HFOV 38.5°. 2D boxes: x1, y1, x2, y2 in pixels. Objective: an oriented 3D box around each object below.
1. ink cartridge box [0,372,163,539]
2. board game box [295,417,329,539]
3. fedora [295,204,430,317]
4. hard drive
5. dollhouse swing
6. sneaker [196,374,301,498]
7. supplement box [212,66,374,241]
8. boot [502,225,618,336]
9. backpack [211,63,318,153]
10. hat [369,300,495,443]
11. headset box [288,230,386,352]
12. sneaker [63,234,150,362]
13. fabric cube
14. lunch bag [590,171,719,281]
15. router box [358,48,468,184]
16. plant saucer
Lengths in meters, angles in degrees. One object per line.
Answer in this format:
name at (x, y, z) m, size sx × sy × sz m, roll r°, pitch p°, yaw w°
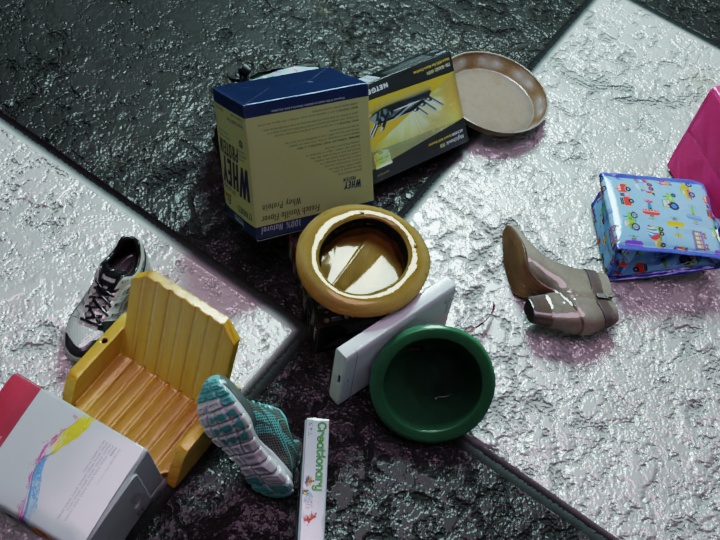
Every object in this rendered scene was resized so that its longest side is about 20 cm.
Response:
ink cartridge box at (-0.368, 0.252, 1.269) m, size 0.198 × 0.146 × 0.145 m, roll 27°, pitch 67°, yaw 11°
board game box at (-0.063, 0.305, 1.297) m, size 0.034 × 0.127 × 0.202 m, roll 4°, pitch 56°, yaw -4°
fedora at (0.000, 0.000, 1.447) m, size 0.198 × 0.082 × 0.202 m, roll 5°, pitch 52°, yaw -7°
hard drive at (0.045, 0.099, 1.447) m, size 0.199 × 0.133 × 0.027 m, roll -32°, pitch 64°, yaw -26°
dollhouse swing at (-0.275, 0.138, 1.351) m, size 0.199 × 0.177 × 0.182 m, roll 31°, pitch 57°, yaw 12°
sneaker at (-0.141, 0.202, 1.344) m, size 0.077 × 0.201 × 0.092 m, roll -11°, pitch 34°, yaw 29°
supplement box at (-0.098, -0.177, 1.529) m, size 0.198 × 0.202 × 0.134 m, roll -15°, pitch 26°, yaw -23°
boot at (0.310, 0.014, 1.587) m, size 0.144 × 0.070 × 0.202 m, roll -1°, pitch 57°, yaw -16°
backpack at (-0.126, -0.249, 1.658) m, size 0.199 × 0.167 × 0.127 m, roll -22°, pitch 67°, yaw -34°
hat at (0.107, 0.141, 1.488) m, size 0.197 × 0.176 × 0.168 m, roll 2°, pitch 100°, yaw -3°
headset box at (-0.019, 0.006, 1.535) m, size 0.147 × 0.078 × 0.202 m, roll -9°, pitch 59°, yaw -13°
sneaker at (-0.366, 0.034, 1.462) m, size 0.075 × 0.088 × 0.201 m, roll 19°, pitch 57°, yaw 3°
fabric cube at (0.655, -0.172, 1.672) m, size 0.194 × 0.201 × 0.201 m, roll -10°, pitch 58°, yaw -15°
lunch bag at (0.481, -0.074, 1.634) m, size 0.197 × 0.094 × 0.152 m, roll -2°, pitch 56°, yaw -1°
router box at (0.071, -0.252, 1.674) m, size 0.199 × 0.159 × 0.052 m, roll -27°, pitch 26°, yaw -23°
plant saucer at (0.228, -0.301, 1.792) m, size 0.198 × 0.035 × 0.202 m, roll 8°, pitch 51°, yaw -10°
